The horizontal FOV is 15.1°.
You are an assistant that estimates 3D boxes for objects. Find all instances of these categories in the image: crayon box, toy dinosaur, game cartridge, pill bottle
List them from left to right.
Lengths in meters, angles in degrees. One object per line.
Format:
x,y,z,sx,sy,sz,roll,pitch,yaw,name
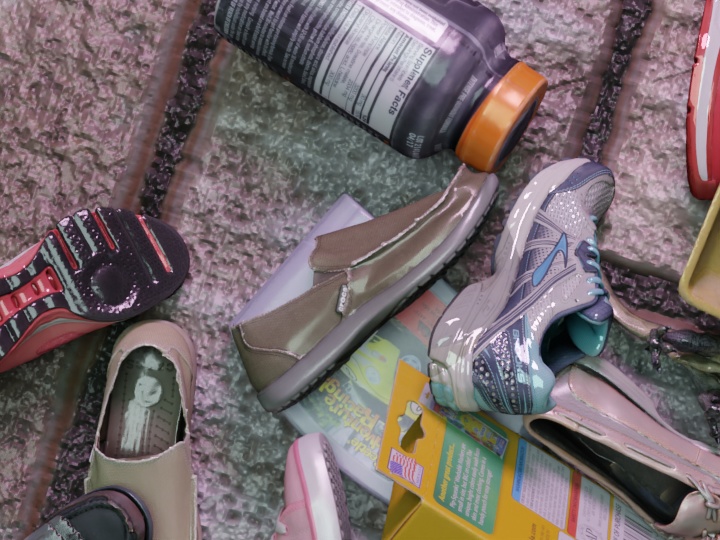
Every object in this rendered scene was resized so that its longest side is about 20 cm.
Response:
0.017,-0.140,1.679,0.199,0.106,0.107,33,88,8,pill bottle
0.021,0.066,1.692,0.200,0.041,0.133,41,93,9,game cartridge
0.086,0.151,1.599,0.199,0.126,0.052,33,118,-10,crayon box
0.209,0.057,1.649,0.199,0.088,0.048,32,111,10,toy dinosaur

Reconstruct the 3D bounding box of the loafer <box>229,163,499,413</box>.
0.000,0.000,1.646,0.200,0.075,0.070,-42,85,1,loafer

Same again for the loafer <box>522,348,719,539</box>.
0.181,0.131,1.625,0.200,0.072,0.063,38,44,4,loafer

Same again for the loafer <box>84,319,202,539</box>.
-0.138,0.129,1.684,0.075,0.068,0.201,-2,84,6,loafer

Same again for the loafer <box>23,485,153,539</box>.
-0.206,0.210,1.656,0.200,0.063,0.072,-43,81,21,loafer

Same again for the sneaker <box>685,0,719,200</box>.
0.265,-0.136,1.667,0.115,0.078,0.201,9,86,8,sneaker

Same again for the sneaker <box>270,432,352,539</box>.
-0.052,0.203,1.653,0.104,0.075,0.202,-7,97,5,sneaker

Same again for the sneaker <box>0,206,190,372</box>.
-0.205,0.017,1.705,0.199,0.087,0.074,-22,88,-21,sneaker

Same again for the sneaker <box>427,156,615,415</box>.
0.120,0.016,1.632,0.086,0.078,0.200,14,53,25,sneaker

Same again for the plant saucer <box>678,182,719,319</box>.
0.300,-0.039,1.638,0.199,0.048,0.201,24,86,-18,plant saucer
